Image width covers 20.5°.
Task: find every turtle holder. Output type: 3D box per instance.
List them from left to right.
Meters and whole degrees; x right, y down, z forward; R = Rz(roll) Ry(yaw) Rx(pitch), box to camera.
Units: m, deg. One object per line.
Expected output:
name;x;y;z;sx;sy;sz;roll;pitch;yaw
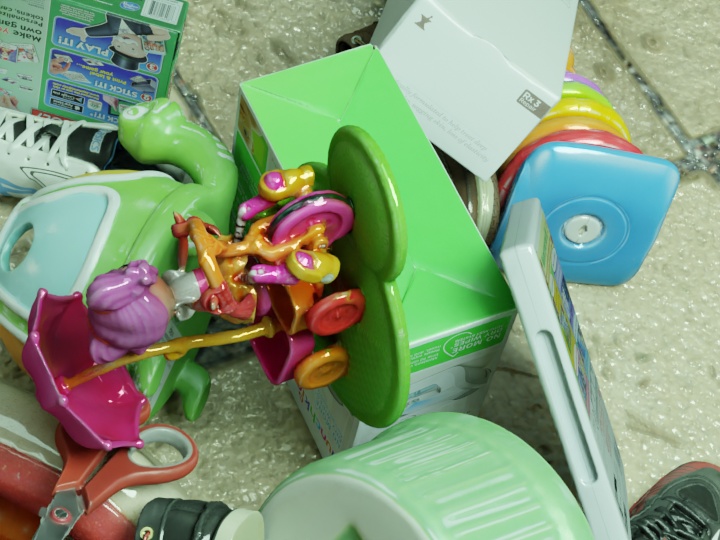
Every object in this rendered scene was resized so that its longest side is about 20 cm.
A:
turtle holder;-0.144;-0.007;1.179;0.132;0.186;0.141;18;11;16

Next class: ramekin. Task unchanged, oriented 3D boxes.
ramekin;0.026;0.182;1.066;0.098;0.200;0.200;-9;57;-45

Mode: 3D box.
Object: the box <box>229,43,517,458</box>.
box;0.000;0.000;1.208;0.097;0.177;0.200;-17;63;-19

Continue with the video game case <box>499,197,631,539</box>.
video game case;0.120;0.057;1.161;0.022;0.200;0.182;-17;97;9

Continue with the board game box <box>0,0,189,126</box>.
board game box;-0.218;-0.146;1.278;0.200;0.135;0.029;16;55;-4

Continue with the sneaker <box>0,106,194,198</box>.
sneaker;-0.192;-0.074;1.272;0.200;0.073;0.072;20;45;-2

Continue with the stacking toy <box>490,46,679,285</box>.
stacking toy;0.139;-0.095;1.367;0.110;0.116;0.200;9;44;-12

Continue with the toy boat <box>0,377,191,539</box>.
toy boat;-0.194;0.138;1.119;0.200;0.131;0.131;26;85;4

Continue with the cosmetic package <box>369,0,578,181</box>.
cosmetic package;0.074;-0.155;1.308;0.113;0.081;0.200;37;29;-8

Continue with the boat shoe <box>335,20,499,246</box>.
boat shoe;0.031;-0.089;1.344;0.075;0.075;0.203;-5;46;-18

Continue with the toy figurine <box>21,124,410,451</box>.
toy figurine;-0.083;0.023;1.033;0.184;0.200;0.150;-17;61;-21

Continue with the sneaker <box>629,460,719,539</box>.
sneaker;0.175;0.177;1.183;0.071;0.098;0.200;36;54;13

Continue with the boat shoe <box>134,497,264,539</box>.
boat shoe;-0.095;0.219;1.062;0.063;0.202;0.074;9;9;19

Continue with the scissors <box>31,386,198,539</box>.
scissors;-0.154;0.118;1.018;0.073;0.014;0.200;33;37;13
